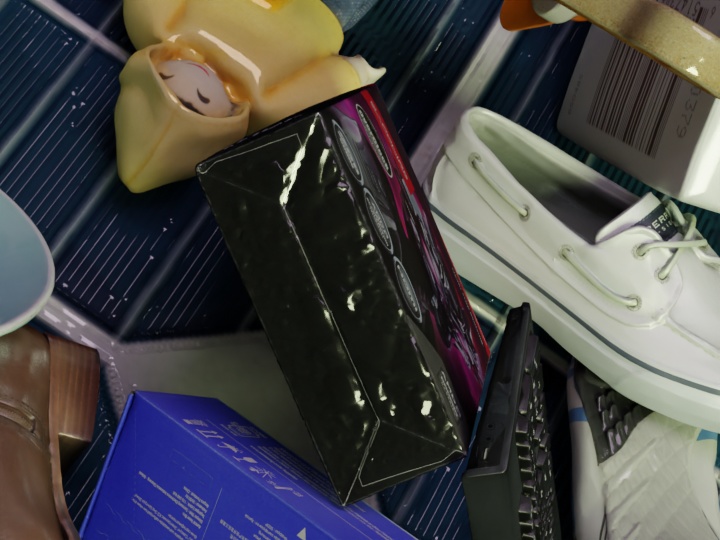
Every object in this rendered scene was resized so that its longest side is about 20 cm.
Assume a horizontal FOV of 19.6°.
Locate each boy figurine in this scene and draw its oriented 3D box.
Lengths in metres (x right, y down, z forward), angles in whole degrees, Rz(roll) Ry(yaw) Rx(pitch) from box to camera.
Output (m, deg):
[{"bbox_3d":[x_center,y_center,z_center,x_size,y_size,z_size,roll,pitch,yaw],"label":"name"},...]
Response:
[{"bbox_3d":[-0.051,-0.109,0.895,0.124,0.064,0.200,42,48,-2],"label":"boy figurine"}]

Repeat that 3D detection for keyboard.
[{"bbox_3d":[0.068,0.107,0.747,0.040,0.200,0.104,7,56,16],"label":"keyboard"}]

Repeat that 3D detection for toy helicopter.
[{"bbox_3d":[0.081,-0.120,0.863,0.200,0.079,0.132,38,6,35],"label":"toy helicopter"}]

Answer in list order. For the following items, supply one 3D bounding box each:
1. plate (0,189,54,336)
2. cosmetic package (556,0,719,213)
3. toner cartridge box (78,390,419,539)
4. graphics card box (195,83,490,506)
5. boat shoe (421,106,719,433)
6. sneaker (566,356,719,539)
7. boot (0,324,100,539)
[{"bbox_3d":[-0.206,-0.018,0.737,0.200,0.026,0.200,20,21,-8],"label":"plate"},{"bbox_3d":[0.225,-0.093,0.923,0.200,0.165,0.165,17,99,-18],"label":"cosmetic package"},{"bbox_3d":[-0.019,0.123,0.682,0.043,0.095,0.200,8,17,-46],"label":"toner cartridge box"},{"bbox_3d":[0.000,0.000,0.764,0.200,0.051,0.126,-46,114,-80],"label":"graphics card box"},{"bbox_3d":[0.110,0.000,0.864,0.200,0.067,0.074,28,34,16],"label":"boat shoe"},{"bbox_3d":[0.116,0.096,0.862,0.072,0.073,0.200,10,42,-8],"label":"sneaker"},{"bbox_3d":[-0.194,0.070,0.709,0.200,0.064,0.187,19,41,-20],"label":"boot"}]
